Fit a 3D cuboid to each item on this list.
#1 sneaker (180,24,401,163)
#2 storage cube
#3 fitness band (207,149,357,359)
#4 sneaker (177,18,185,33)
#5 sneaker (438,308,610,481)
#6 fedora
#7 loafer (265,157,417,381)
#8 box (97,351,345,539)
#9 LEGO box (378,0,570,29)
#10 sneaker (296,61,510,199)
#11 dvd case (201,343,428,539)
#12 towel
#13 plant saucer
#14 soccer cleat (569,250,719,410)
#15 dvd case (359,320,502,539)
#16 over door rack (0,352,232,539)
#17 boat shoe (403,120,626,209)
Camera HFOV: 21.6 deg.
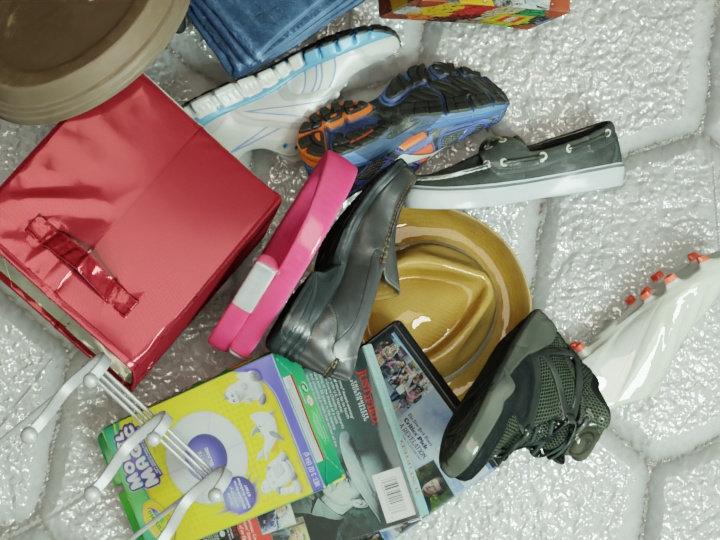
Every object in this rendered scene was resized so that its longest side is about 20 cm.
[{"bbox_3d":[-0.051,-0.140,1.589,0.199,0.075,0.087,-26,98,-2],"label":"sneaker"},{"bbox_3d":[-0.185,-0.031,1.500,0.171,0.200,0.180,41,77,0],"label":"storage cube"},{"bbox_3d":[-0.061,-0.010,1.508,0.037,0.200,0.144,33,46,-4],"label":"fitness band"},{"bbox_3d":[-0.188,-0.283,1.586,0.098,0.071,0.202,-5,91,-7],"label":"sneaker"},{"bbox_3d":[0.136,0.119,1.485,0.114,0.199,0.076,43,124,0],"label":"sneaker"},{"bbox_3d":[0.049,0.035,1.567,0.198,0.082,0.203,0,85,-5],"label":"fedora"},{"bbox_3d":[0.000,0.000,1.505,0.072,0.073,0.201,34,66,-6],"label":"loafer"},{"bbox_3d":[-0.123,0.151,1.524,0.199,0.048,0.118,-25,86,25],"label":"box"},{"bbox_3d":[0.091,-0.311,1.581,0.148,0.077,0.202,-1,85,-28],"label":"LEGO box"},{"bbox_3d":[0.035,-0.115,1.591,0.198,0.079,0.076,-20,49,-19],"label":"sneaker"},{"bbox_3d":[-0.056,0.159,1.533,0.199,0.022,0.147,-21,87,24],"label":"dvd case"},{"bbox_3d":[-0.055,-0.252,1.572,0.199,0.049,0.112,-37,88,-26],"label":"towel"},{"bbox_3d":[-0.221,-0.199,1.473,0.200,0.200,0.030,-43,133,-7],"label":"plant saucer"},{"bbox_3d":[0.244,0.060,1.593,0.199,0.069,0.078,-39,94,0],"label":"soccer cleat"},{"bbox_3d":[-0.001,0.152,1.540,0.199,0.018,0.143,-38,88,22],"label":"dvd case"},{"bbox_3d":[-0.216,0.168,1.472,0.199,0.067,0.148,-34,109,33],"label":"over door rack"},{"bbox_3d":[0.127,-0.087,1.587,0.198,0.069,0.057,-9,97,-17],"label":"boat shoe"}]
